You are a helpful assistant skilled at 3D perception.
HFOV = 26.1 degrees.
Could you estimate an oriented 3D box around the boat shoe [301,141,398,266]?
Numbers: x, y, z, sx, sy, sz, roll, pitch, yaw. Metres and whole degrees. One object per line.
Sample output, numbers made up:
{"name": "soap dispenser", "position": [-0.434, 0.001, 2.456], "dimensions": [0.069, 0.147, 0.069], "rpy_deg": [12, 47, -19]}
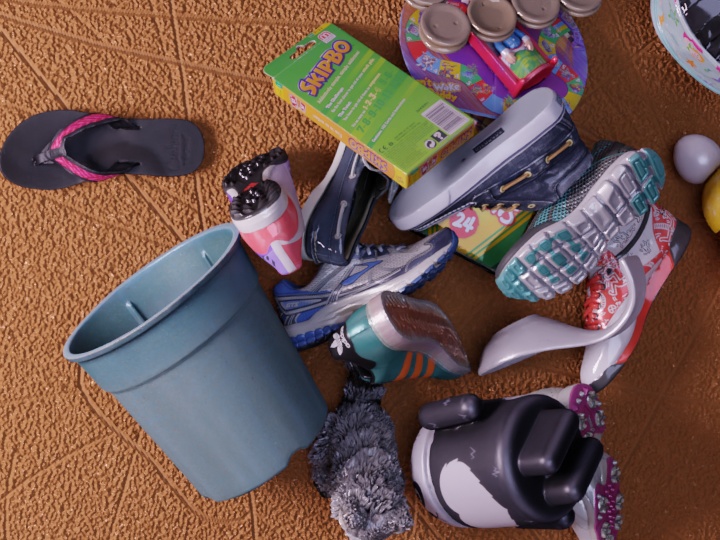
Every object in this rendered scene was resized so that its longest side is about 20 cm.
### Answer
{"name": "boat shoe", "position": [0.003, -0.092, 1.497], "dimensions": [0.061, 0.075, 0.201], "rpy_deg": [14, 59, 27]}

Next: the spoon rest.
{"name": "spoon rest", "position": [0.198, 0.059, 1.524], "dimensions": [0.199, 0.099, 0.061], "rpy_deg": [-35, 76, 30]}

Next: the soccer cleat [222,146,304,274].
{"name": "soccer cleat", "position": [-0.085, -0.058, 1.452], "dimensions": [0.068, 0.200, 0.074], "rpy_deg": [-27, 110, 4]}

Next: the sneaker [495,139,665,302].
{"name": "sneaker", "position": [0.206, -0.052, 1.531], "dimensions": [0.200, 0.091, 0.078], "rpy_deg": [-41, 123, -2]}

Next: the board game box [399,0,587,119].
{"name": "board game box", "position": [0.137, -0.226, 1.523], "dimensions": [0.197, 0.039, 0.160], "rpy_deg": [11, 63, -11]}

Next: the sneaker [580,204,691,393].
{"name": "sneaker", "position": [0.245, 0.015, 1.580], "dimensions": [0.107, 0.067, 0.203], "rpy_deg": [31, 84, -10]}

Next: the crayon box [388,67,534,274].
{"name": "crayon box", "position": [0.128, -0.113, 1.558], "dimensions": [0.126, 0.051, 0.202], "rpy_deg": [26, 87, -10]}

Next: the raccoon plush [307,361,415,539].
{"name": "raccoon plush", "position": [-0.003, 0.167, 1.499], "dimensions": [0.095, 0.134, 0.203], "rpy_deg": [-12, 99, -7]}

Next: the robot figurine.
{"name": "robot figurine", "position": [0.136, 0.187, 1.500], "dimensions": [0.124, 0.199, 0.152], "rpy_deg": [-10, 88, -42]}

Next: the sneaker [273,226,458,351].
{"name": "sneaker", "position": [0.000, 0.000, 1.514], "dimensions": [0.198, 0.077, 0.086], "rpy_deg": [-29, 85, 8]}

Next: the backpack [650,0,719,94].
{"name": "backpack", "position": [0.389, -0.276, 1.548], "dimensions": [0.177, 0.150, 0.201], "rpy_deg": [41, 78, -7]}

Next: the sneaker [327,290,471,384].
{"name": "sneaker", "position": [0.037, 0.073, 1.506], "dimensions": [0.079, 0.199, 0.072], "rpy_deg": [-29, 63, 20]}

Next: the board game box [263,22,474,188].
{"name": "board game box", "position": [0.005, -0.162, 1.484], "dimensions": [0.095, 0.030, 0.199], "rpy_deg": [-38, 62, -25]}

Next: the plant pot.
{"name": "plant pot", "position": [-0.142, 0.095, 1.456], "dimensions": [0.199, 0.200, 0.197], "rpy_deg": [-36, 107, -7]}

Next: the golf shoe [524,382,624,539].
{"name": "golf shoe", "position": [0.213, 0.204, 1.588], "dimensions": [0.091, 0.075, 0.202], "rpy_deg": [-2, 115, 32]}

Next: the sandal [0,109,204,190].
{"name": "sandal", "position": [-0.247, -0.118, 1.489], "dimensions": [0.197, 0.045, 0.076], "rpy_deg": [-4, 94, -11]}

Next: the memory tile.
{"name": "memory tile", "position": [0.129, -0.292, 1.520], "dimensions": [0.198, 0.017, 0.155], "rpy_deg": [-16, 65, -19]}

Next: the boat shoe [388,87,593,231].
{"name": "boat shoe", "position": [0.128, -0.081, 1.496], "dimensions": [0.199, 0.071, 0.091], "rpy_deg": [-35, 118, 8]}

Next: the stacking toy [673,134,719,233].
{"name": "stacking toy", "position": [0.402, -0.067, 1.590], "dimensions": [0.146, 0.146, 0.200], "rpy_deg": [-43, 82, -6]}
